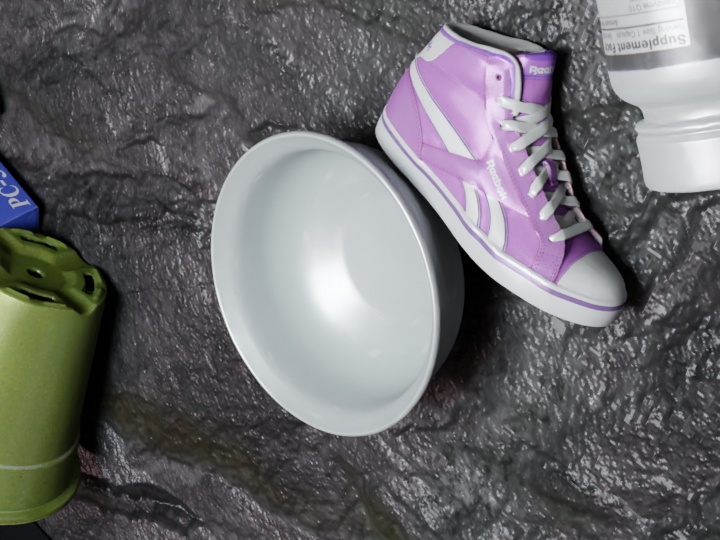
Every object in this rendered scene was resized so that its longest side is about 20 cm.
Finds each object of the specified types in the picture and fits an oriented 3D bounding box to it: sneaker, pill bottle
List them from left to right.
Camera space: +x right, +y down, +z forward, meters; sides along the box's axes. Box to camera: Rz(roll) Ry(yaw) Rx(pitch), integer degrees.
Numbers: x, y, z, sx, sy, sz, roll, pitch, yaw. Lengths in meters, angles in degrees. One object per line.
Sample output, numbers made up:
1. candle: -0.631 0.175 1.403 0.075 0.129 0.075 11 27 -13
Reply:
1. sneaker: 0.099 -0.065 0.866 0.201 0.072 0.115 46 125 17
2. pill bottle: 0.174 -0.148 0.734 0.112 0.113 0.202 -2 105 43

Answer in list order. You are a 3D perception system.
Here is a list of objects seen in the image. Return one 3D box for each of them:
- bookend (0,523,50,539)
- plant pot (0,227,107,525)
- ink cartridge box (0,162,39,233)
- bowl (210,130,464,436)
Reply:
1. bookend: -0.368 0.333 1.430 0.200 0.092 0.200 38 129 25
2. plant pot: -0.301 0.074 1.223 0.200 0.199 0.191 38 116 26
3. ink cartridge box: -0.376 -0.091 1.273 0.200 0.094 0.044 48 149 20
4. bowl: 0.000 0.000 0.965 0.200 0.090 0.203 17 116 39
